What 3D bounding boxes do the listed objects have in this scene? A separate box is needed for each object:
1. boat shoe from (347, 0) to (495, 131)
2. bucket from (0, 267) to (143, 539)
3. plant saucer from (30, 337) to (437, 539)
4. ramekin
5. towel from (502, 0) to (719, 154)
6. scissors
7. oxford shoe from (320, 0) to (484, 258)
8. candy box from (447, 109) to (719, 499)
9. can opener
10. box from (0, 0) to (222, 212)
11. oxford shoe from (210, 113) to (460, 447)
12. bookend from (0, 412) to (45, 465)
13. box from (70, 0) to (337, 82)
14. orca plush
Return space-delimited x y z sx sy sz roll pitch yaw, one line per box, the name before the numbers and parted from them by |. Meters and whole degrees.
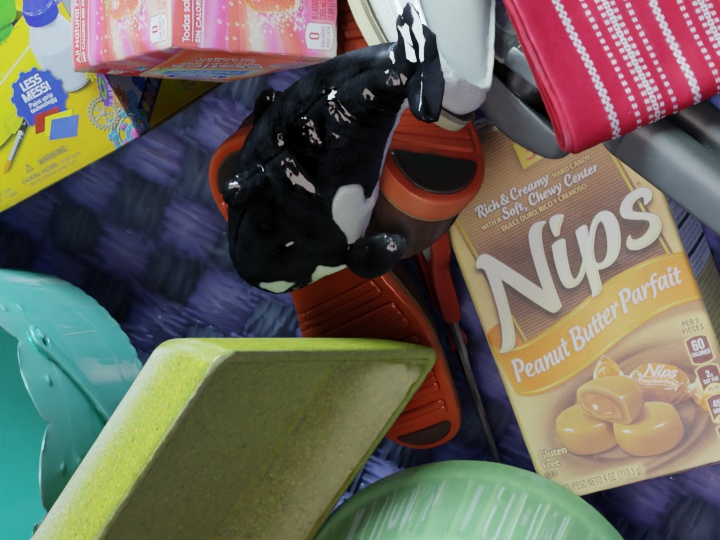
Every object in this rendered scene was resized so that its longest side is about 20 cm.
boat shoe | 0.035 -0.160 1.201 0.068 0.075 0.200 -33 51 29
bucket | -0.211 0.090 1.305 0.207 0.135 0.207 2 94 26
plant saucer | -0.077 0.102 1.231 0.048 0.200 0.200 42 109 24
ramekin | 0.049 0.205 1.287 0.200 0.098 0.200 3 104 11
towel | 0.154 -0.154 1.178 0.200 0.022 0.145 -23 93 -12
scissors | 0.046 0.022 1.343 0.014 0.073 0.200 -25 126 -9
oxford shoe | 0.004 -0.100 1.257 0.071 0.200 0.073 0 150 -20
candy box | 0.120 0.009 1.294 0.115 0.055 0.200 -17 102 22
can opener | 0.136 -0.059 1.216 0.200 0.053 0.067 39 141 11
box | -0.216 -0.125 1.326 0.200 0.122 0.193 -27 97 24
oxford shoe | 0.000 0.000 1.318 0.071 0.073 0.200 -19 111 29
bookend | -0.200 0.143 1.428 0.199 0.092 0.200 20 112 12
box | -0.078 -0.196 1.219 0.103 0.095 0.200 -4 87 56
orca plush | -0.025 -0.039 1.173 0.200 0.071 0.105 -28 89 56
